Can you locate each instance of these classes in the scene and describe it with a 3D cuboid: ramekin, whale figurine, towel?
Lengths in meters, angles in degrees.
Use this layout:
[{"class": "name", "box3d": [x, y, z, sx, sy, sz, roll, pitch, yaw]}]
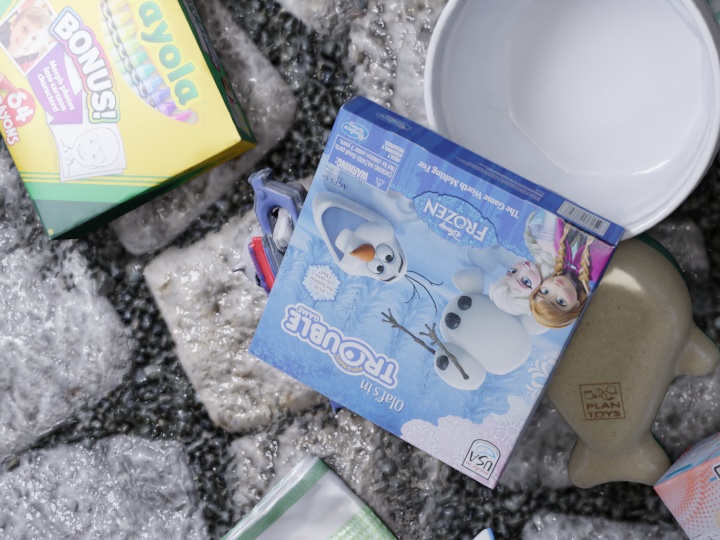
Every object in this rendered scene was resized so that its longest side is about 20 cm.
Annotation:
[{"class": "ramekin", "box3d": [0.151, -0.126, 0.919, 0.199, 0.105, 0.201, 8, 110, 22]}, {"class": "whale figurine", "box3d": [0.176, 0.058, 0.982, 0.158, 0.104, 0.201, -7, 115, 17]}, {"class": "towel", "box3d": [-0.021, 0.261, 1.056, 0.149, 0.031, 0.200, -44, 83, 11]}]

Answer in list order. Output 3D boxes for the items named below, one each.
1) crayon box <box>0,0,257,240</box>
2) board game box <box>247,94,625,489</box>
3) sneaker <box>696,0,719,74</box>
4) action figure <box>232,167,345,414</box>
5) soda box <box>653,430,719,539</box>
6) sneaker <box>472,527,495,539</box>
[{"class": "crayon box", "box3d": [-0.199, -0.150, 1.063, 0.172, 0.058, 0.201, -26, 87, 12]}, {"class": "board game box", "box3d": [0.045, 0.016, 0.925, 0.199, 0.043, 0.200, 27, 117, 11]}, {"class": "sneaker", "box3d": [0.305, -0.209, 0.945, 0.139, 0.078, 0.201, 6, 103, 11]}, {"class": "action figure", "box3d": [0.000, 0.000, 1.026, 0.192, 0.105, 0.201, -2, 117, 19]}, {"class": "soda box", "box3d": [0.291, 0.122, 0.898, 0.069, 0.063, 0.200, 54, 135, 3]}, {"class": "sneaker", "box3d": [0.150, 0.259, 0.996, 0.199, 0.074, 0.083, 26, 85, 4]}]
